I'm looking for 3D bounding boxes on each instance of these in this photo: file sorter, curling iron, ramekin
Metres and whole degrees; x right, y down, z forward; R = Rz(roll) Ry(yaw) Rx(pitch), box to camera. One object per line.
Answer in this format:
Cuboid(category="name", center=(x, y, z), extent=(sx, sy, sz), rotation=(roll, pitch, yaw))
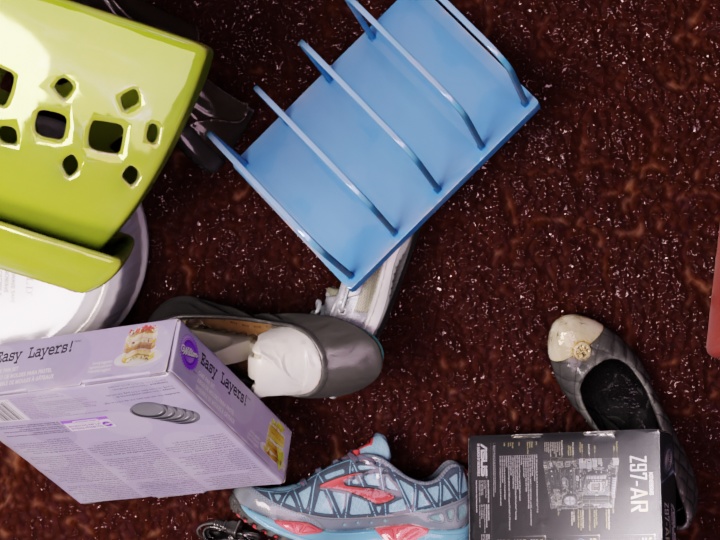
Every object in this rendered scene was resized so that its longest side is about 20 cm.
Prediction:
Cuboid(category="file sorter", center=(0.008, -0.112, 1.305), extent=(0.200, 0.123, 0.139), rotation=(-44, 74, 1))
Cuboid(category="curling iron", center=(-0.042, 0.250, 1.453), extent=(0.199, 0.050, 0.026), rotation=(26, 55, -13))
Cuboid(category="ramekin", center=(-0.264, -0.015, 1.360), extent=(0.201, 0.094, 0.204), rotation=(0, 102, -2))

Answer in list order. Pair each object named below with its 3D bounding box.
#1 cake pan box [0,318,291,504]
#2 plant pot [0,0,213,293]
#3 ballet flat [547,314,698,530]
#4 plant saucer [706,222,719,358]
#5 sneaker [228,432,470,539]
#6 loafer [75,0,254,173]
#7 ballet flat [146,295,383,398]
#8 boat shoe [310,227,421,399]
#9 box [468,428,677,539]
Cuboid(category="cake pan box", center=(-0.178, 0.111, 1.331), extent=(0.199, 0.053, 0.184), rotation=(-10, 143, 25))
Cuboid(category="plant pot", center=(-0.220, -0.095, 1.209), extent=(0.199, 0.199, 0.183), rotation=(18, 95, -7))
Cuboid(category="ballet flat", center=(0.215, 0.118, 1.427), extent=(0.066, 0.057, 0.201), rotation=(-34, 101, 4))
Cuboid(category="plant saucer", center=(0.385, -0.018, 1.417), extent=(0.199, 0.037, 0.201), rotation=(3, 102, -4))
Cuboid(category="sneaker", center=(-0.005, 0.175, 1.431), extent=(0.199, 0.079, 0.096), rotation=(8, 89, -11))
Cuboid(category="loafer", center=(-0.156, -0.168, 1.352), extent=(0.071, 0.073, 0.200), rotation=(-41, 105, -4))
Cuboid(category="ballet flat", center=(-0.082, 0.066, 1.356), extent=(0.199, 0.068, 0.068), rotation=(7, 110, 28))
Cuboid(category="boat shoe", center=(0.000, -0.001, 1.389), extent=(0.064, 0.074, 0.203), rotation=(20, 98, 5))
Cuboid(category="box", center=(0.164, 0.226, 1.388), extent=(0.159, 0.043, 0.201), rotation=(-5, 79, 24))
